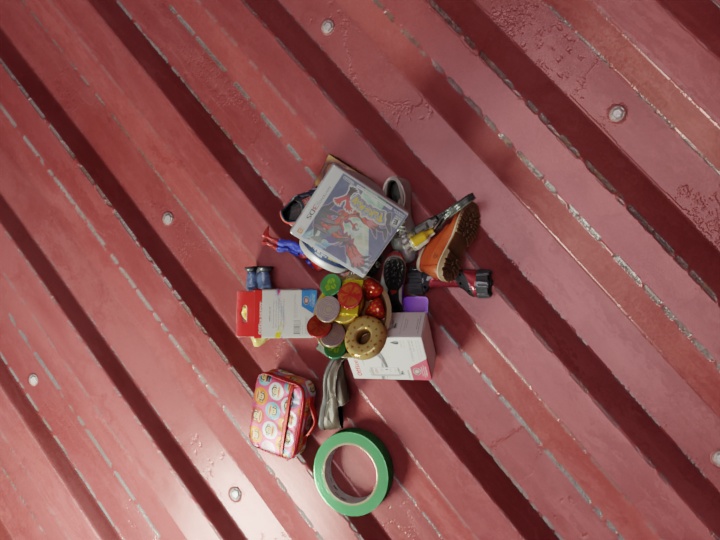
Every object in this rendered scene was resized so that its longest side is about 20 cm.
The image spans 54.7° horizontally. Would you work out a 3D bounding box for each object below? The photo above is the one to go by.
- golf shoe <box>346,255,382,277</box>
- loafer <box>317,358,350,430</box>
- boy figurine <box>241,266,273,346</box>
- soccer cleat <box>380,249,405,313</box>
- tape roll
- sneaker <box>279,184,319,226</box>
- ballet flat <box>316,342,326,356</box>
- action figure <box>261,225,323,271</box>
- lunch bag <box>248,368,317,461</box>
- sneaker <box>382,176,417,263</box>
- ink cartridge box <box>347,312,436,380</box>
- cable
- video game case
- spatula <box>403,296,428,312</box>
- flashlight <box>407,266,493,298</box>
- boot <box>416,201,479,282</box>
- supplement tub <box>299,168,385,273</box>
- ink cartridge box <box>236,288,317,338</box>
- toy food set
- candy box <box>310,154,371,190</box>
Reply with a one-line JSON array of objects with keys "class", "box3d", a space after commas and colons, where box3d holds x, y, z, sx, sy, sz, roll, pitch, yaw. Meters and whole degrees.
[{"class": "golf shoe", "box3d": [0.000, 0.000, 1.681, 0.087, 0.076, 0.206, -3, 78, 40]}, {"class": "loafer", "box3d": [-0.054, 0.298, 1.713, 0.069, 0.073, 0.205, 11, 104, 15]}, {"class": "boy figurine", "box3d": [-0.252, 0.090, 1.779, 0.121, 0.064, 0.206, -3, 90, 19]}, {"class": "soccer cleat", "box3d": [0.073, 0.051, 1.642, 0.066, 0.073, 0.205, 8, 113, 3]}, {"class": "tape roll", "box3d": [-0.018, 0.493, 1.710, 0.195, 0.048, 0.206, 0, 91, 19]}, {"class": "sneaker", "box3d": [-0.106, -0.165, 1.653, 0.198, 0.084, 0.076, -32, 81, 17]}, {"class": "ballet flat", "box3d": [-0.073, 0.122, 1.683, 0.063, 0.067, 0.204, 25, 125, 17]}, {"class": "action figure", "box3d": [-0.149, -0.050, 1.737, 0.197, 0.066, 0.052, 28, 59, 4]}, {"class": "lunch bag", "box3d": [-0.186, 0.361, 1.741, 0.172, 0.081, 0.205, 14, 99, 26]}, {"class": "sneaker", "box3d": [0.086, -0.118, 1.628, 0.072, 0.115, 0.206, -7, 90, 17]}, {"class": "ink cartridge box", "box3d": [0.067, 0.178, 1.621, 0.195, 0.084, 0.149, -2, 130, 19]}, {"class": "cable", "box3d": [0.184, -0.105, 1.578, 0.197, 0.097, 0.051, -30, 84, 19]}, {"class": "video game case", "box3d": [-0.024, -0.105, 1.503, 0.197, 0.023, 0.184, 30, 111, -17]}, {"class": "spatula", "box3d": [0.068, 0.088, 1.685, 0.195, 0.020, 0.058, 1, 86, 23]}, {"class": "flashlight", "box3d": [0.207, 0.031, 1.616, 0.195, 0.068, 0.069, -2, 126, 22]}, {"class": "boot", "box3d": [0.199, -0.074, 1.602, 0.106, 0.075, 0.203, 11, 66, 50]}, {"class": "supplement tub", "box3d": [-0.039, -0.113, 1.592, 0.143, 0.144, 0.203, 36, 113, 15]}, {"class": "ink cartridge box", "box3d": [-0.207, 0.104, 1.713, 0.195, 0.067, 0.120, 1, 91, -12]}, {"class": "toy food set", "box3d": [-0.025, 0.102, 1.565, 0.193, 0.049, 0.205, 2, 71, 21]}, {"class": "candy box", "box3d": [-0.070, -0.166, 1.714, 0.115, 0.056, 0.203, 31, 102, 16]}]
